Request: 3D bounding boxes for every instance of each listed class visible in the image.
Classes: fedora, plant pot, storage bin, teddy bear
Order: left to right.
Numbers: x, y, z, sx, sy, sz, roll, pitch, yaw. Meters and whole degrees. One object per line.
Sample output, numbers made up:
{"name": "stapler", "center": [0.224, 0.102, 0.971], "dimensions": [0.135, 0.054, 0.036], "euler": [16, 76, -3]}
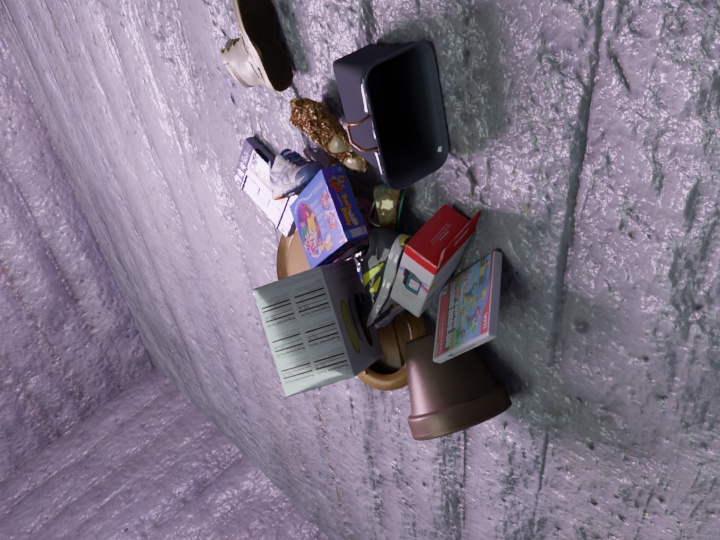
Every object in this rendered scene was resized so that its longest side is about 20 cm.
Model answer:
{"name": "plant pot", "center": [-0.129, -0.023, 1.573], "dimensions": [0.199, 0.027, 0.204], "euler": [-5, 84, 54]}
{"name": "teddy bear", "center": [-0.052, -0.243, 1.227], "dimensions": [0.144, 0.067, 0.200], "euler": [35, -173, -29]}
{"name": "storage bin", "center": [0.030, -0.241, 1.070], "dimensions": [0.134, 0.144, 0.202], "euler": [35, 149, 49]}
{"name": "fedora", "center": [0.062, 0.144, 1.462], "dimensions": [0.200, 0.202, 0.082], "euler": [42, -167, 20]}
{"name": "plant pot", "center": [0.165, 0.200, 1.326], "dimensions": [0.200, 0.198, 0.177], "euler": [-30, 77, 62]}

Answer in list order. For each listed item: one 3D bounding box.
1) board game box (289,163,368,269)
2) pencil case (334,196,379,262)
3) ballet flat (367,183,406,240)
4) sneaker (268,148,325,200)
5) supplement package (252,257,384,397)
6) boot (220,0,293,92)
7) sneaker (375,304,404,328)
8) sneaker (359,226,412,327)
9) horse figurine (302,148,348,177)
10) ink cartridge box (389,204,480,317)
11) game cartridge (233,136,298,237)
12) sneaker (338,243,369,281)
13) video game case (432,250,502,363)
{"name": "board game box", "center": [-0.064, -0.094, 1.308], "dimensions": [0.200, 0.044, 0.136], "euler": [-32, 76, 63]}
{"name": "pencil case", "center": [-0.034, -0.077, 1.403], "dimensions": [0.082, 0.088, 0.200], "euler": [24, 159, -18]}
{"name": "ballet flat", "center": [0.045, -0.076, 1.286], "dimensions": [0.070, 0.070, 0.202], "euler": [36, 144, 30]}
{"name": "sneaker", "center": [-0.132, -0.193, 1.354], "dimensions": [0.199, 0.074, 0.090], "euler": [-8, 97, 59]}
{"name": "supplement package", "center": [-0.072, 0.099, 1.313], "dimensions": [0.145, 0.191, 0.203], "euler": [-18, 90, 18]}
{"name": "boot", "center": [-0.210, -0.427, 1.292], "dimensions": [0.154, 0.072, 0.202], "euler": [21, 139, 50]}
{"name": "sneaker", "center": [0.054, 0.057, 1.365], "dimensions": [0.200, 0.072, 0.073], "euler": [-41, 71, 42]}
{"name": "sneaker", "center": [0.034, 0.009, 1.268], "dimensions": [0.084, 0.074, 0.202], "euler": [33, 121, 23]}
{"name": "horse figurine", "center": [-0.071, -0.171, 1.387], "dimensions": [0.133, 0.050, 0.201], "euler": [51, 151, 17]}
{"name": "ink cartridge box", "center": [0.122, -0.025, 1.172], "dimensions": [0.067, 0.116, 0.201], "euler": [36, 148, 14]}
{"name": "game cartridge", "center": [-0.201, -0.185, 1.556], "dimensions": [0.200, 0.038, 0.130], "euler": [47, 141, 17]}
{"name": "sneaker", "center": [0.000, 0.000, 1.438], "dimensions": [0.078, 0.075, 0.200], "euler": [59, 153, -3]}
{"name": "video game case", "center": [0.178, 0.067, 1.193], "dimensions": [0.017, 0.145, 0.200], "euler": [15, 157, -16]}
